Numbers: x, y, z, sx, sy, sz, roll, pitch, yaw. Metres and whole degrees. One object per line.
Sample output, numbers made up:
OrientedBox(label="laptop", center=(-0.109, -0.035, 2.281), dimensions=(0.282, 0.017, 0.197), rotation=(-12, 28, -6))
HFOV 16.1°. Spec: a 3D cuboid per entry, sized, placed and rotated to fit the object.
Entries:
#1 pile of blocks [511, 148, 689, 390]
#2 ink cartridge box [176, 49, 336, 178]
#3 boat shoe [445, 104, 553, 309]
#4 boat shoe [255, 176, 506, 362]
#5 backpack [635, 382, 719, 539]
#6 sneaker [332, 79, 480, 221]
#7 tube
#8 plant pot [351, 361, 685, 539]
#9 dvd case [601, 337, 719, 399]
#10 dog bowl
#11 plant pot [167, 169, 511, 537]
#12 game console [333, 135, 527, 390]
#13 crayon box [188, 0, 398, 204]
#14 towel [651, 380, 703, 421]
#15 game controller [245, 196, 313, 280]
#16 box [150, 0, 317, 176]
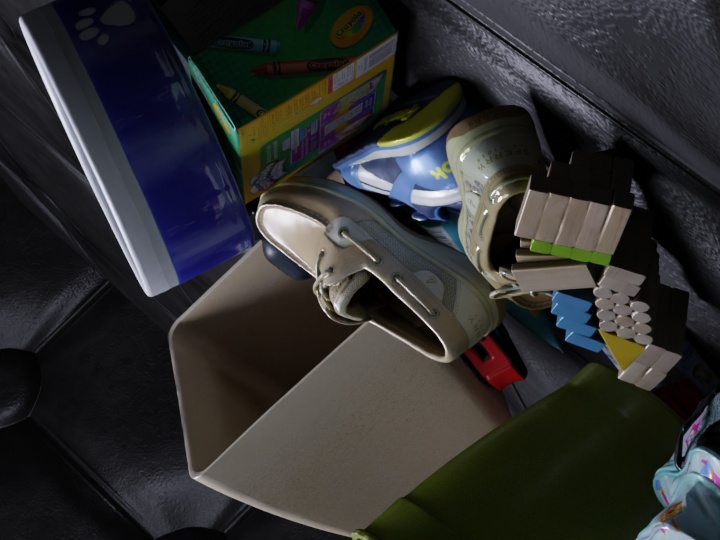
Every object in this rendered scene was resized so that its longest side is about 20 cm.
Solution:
OrientedBox(label="pile of blocks", center=(0.137, -0.010, 1.472), dimensions=(0.082, 0.062, 0.200), rotation=(-2, 143, 20))
OrientedBox(label="ink cartridge box", center=(-0.111, -0.144, 1.934), dimensions=(0.147, 0.083, 0.200), rotation=(32, 164, 53))
OrientedBox(label="boat shoe", center=(0.096, -0.022, 1.542), dimensions=(0.200, 0.073, 0.063), rotation=(59, -170, -57))
OrientedBox(label="boat shoe", center=(0.000, 0.000, 1.680), dimensions=(0.200, 0.065, 0.072), rotation=(28, 145, 30))
OrientedBox(label="backpack", center=(0.247, 0.145, 1.431), dimensions=(0.176, 0.153, 0.200), rotation=(39, 177, 4))
OrientedBox(label="sneaker", center=(0.041, -0.068, 1.643), dimensions=(0.082, 0.074, 0.200), rotation=(45, 172, -11))
OrientedBox(label="tube", center=(0.086, -0.010, 1.785), dimensions=(0.077, 0.050, 0.200), rotation=(54, -178, 38))
OrientedBox(label="plant pot", center=(0.132, 0.169, 1.627), dimensions=(0.200, 0.193, 0.200), rotation=(43, 171, 9))
OrientedBox(label="dvd case", center=(0.227, 0.098, 1.702), dimensions=(0.200, 0.018, 0.143), rotation=(49, 170, -24))
OrientedBox(label="dog bowl", center=(-0.144, -0.088, 1.652), dimensions=(0.200, 0.079, 0.200), rotation=(155, 90, -84))
OrientedBox(label="plant pot", center=(-0.003, 0.079, 1.869), dimensions=(0.177, 0.200, 0.200), rotation=(38, -162, -28))
OrientedBox(label="game console", center=(0.046, -0.019, 1.820), dimensions=(0.200, 0.031, 0.177), rotation=(51, -167, -32))
OrientedBox(label="crayon box", center=(-0.042, -0.116, 1.625), dimensions=(0.058, 0.119, 0.200), rotation=(57, 172, 9))
OrientedBox(label="towel", center=(0.232, 0.130, 1.698), dimensions=(0.145, 0.022, 0.200), rotation=(45, 171, -2))
OrientedBox(label="game controller", center=(-0.093, -0.056, 1.846), dimensions=(0.104, 0.042, 0.200), rotation=(33, -174, -34))
OrientedBox(label="box", center=(-0.078, -0.159, 1.733), dimensions=(0.049, 0.082, 0.200), rotation=(34, 165, 53))
